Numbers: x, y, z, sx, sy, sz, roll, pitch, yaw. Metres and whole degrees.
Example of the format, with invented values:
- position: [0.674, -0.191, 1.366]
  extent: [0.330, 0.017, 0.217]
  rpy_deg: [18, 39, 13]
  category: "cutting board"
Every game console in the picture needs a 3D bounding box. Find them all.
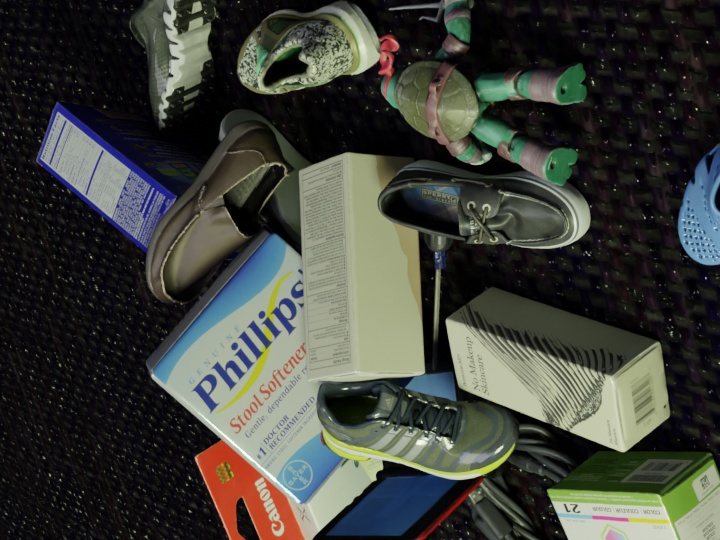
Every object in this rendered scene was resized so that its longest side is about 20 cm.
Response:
- position: [0.035, 0.175, 1.673]
  extent: [0.199, 0.118, 0.174]
  rpy_deg: [-14, 81, 58]
  category: "game console"

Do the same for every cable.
- position: [0.180, 0.231, 1.649]
  extent: [0.200, 0.051, 0.164]
  rpy_deg: [47, 141, 25]
  category: "cable"

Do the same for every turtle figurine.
- position: [0.087, -0.142, 1.420]
  extent: [0.199, 0.100, 0.151]
  rpy_deg: [22, 133, 35]
  category: "turtle figurine"

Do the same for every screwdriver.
- position: [0.075, 0.010, 1.614]
  extent: [0.028, 0.029, 0.201]
  rpy_deg: [44, 147, 47]
  category: "screwdriver"

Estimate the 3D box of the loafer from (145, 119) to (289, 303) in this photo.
- position: [-0.137, -0.047, 1.653]
  extent: [0.071, 0.073, 0.201]
  rpy_deg: [45, 109, 44]
  category: "loafer"

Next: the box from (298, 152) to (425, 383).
- position: [0.000, 0.000, 1.587]
  extent: [0.095, 0.077, 0.202]
  rpy_deg: [-12, 78, 56]
  category: "box"

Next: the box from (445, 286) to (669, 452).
- position: [0.171, 0.084, 1.511]
  extent: [0.199, 0.068, 0.083]
  rpy_deg: [17, 129, 46]
  category: "box"

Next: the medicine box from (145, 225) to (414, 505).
- position: [-0.077, 0.090, 1.679]
  extent: [0.200, 0.182, 0.103]
  rpy_deg: [42, 177, -11]
  category: "medicine box"

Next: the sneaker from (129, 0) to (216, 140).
- position: [-0.194, -0.229, 1.758]
  extent: [0.090, 0.066, 0.201]
  rpy_deg: [41, 140, 30]
  category: "sneaker"

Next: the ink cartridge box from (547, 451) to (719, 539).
- position: [0.270, 0.264, 1.517]
  extent: [0.147, 0.075, 0.201]
  rpy_deg: [-8, 108, 56]
  category: "ink cartridge box"

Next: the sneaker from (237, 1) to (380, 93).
- position: [-0.071, -0.194, 1.578]
  extent: [0.199, 0.088, 0.077]
  rpy_deg: [-10, 108, 56]
  category: "sneaker"

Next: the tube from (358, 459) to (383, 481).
- position: [-0.018, 0.135, 1.833]
  extent: [0.201, 0.052, 0.058]
  rpy_deg: [56, 179, -3]
  category: "tube"

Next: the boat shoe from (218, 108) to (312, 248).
- position: [-0.074, -0.074, 1.720]
  extent: [0.200, 0.070, 0.064]
  rpy_deg: [52, 147, 26]
  category: "boat shoe"

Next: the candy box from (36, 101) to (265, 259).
- position: [-0.210, -0.091, 1.787]
  extent: [0.200, 0.168, 0.077]
  rpy_deg: [38, 110, 31]
  category: "candy box"

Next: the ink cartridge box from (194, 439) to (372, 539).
- position: [-0.068, 0.243, 1.867]
  extent: [0.043, 0.173, 0.201]
  rpy_deg: [0, 117, 53]
  category: "ink cartridge box"

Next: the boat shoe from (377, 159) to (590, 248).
- position: [0.099, -0.052, 1.481]
  extent: [0.199, 0.066, 0.071]
  rpy_deg: [17, 126, 35]
  category: "boat shoe"

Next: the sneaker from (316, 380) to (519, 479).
- position: [0.046, 0.140, 1.565]
  extent: [0.198, 0.075, 0.081]
  rpy_deg: [1, 154, 21]
  category: "sneaker"

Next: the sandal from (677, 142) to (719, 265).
- position: [0.275, -0.064, 1.235]
  extent: [0.080, 0.087, 0.200]
  rpy_deg: [47, 148, 14]
  category: "sandal"
